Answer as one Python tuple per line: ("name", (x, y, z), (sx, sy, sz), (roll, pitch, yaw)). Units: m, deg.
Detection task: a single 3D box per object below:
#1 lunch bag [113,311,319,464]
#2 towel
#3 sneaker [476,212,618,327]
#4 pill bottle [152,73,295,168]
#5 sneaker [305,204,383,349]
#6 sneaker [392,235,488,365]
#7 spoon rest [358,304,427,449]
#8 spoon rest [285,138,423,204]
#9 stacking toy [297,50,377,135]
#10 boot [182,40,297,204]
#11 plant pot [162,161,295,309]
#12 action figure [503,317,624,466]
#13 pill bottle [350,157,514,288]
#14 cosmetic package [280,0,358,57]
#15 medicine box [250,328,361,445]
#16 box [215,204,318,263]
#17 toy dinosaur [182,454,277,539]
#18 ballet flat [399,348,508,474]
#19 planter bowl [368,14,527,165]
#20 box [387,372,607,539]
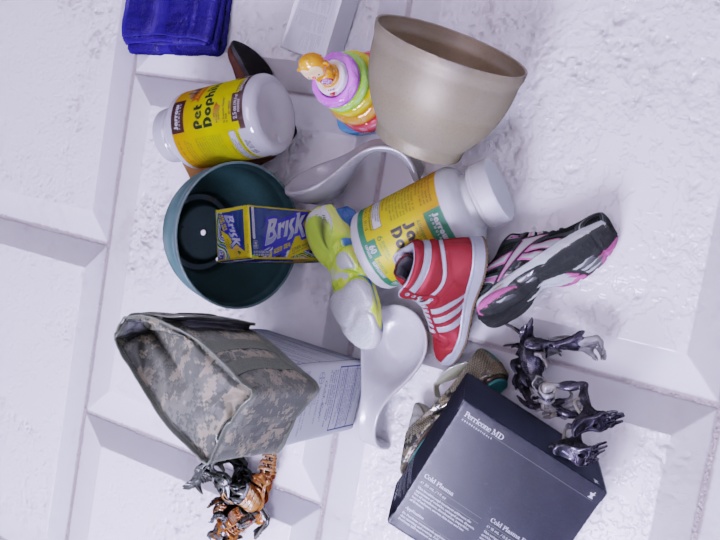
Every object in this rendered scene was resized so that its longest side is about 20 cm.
("lunch bag", (-0.171, 0.114, 0.950), (0.199, 0.163, 0.119), (37, 98, 24))
("towel", (-0.294, -0.417, 1.304), (0.196, 0.049, 0.151), (10, 95, 27))
("sneaker", (0.217, -0.020, 1.022), (0.198, 0.080, 0.087), (-31, 50, 13))
("pill bottle", (-0.197, -0.205, 1.158), (0.196, 0.108, 0.112), (-5, 87, 32))
("sneaker", (0.000, 0.000, 1.124), (0.075, 0.104, 0.204), (-16, 96, 37))
("sneaker", (0.087, 0.039, 1.035), (0.110, 0.072, 0.203), (1, 129, -9))
("spoon rest", (0.035, 0.147, 1.124), (0.098, 0.060, 0.205), (16, 98, 26))
("spoon rest", (-0.014, -0.138, 1.132), (0.196, 0.100, 0.062), (-9, 116, 20))
("stacking toy", (-0.022, -0.247, 1.075), (0.114, 0.199, 0.113), (-4, 88, 26))
("boot", (-0.203, -0.222, 1.263), (0.199, 0.068, 0.191), (-35, 82, 31))
("plant pot", (-0.206, -0.054, 1.192), (0.133, 0.197, 0.206), (8, 94, 51))
("action figure", (0.242, 0.136, 0.993), (0.201, 0.100, 0.121), (-113, 24, -53))
("pill bottle", (0.094, -0.063, 1.063), (0.197, 0.112, 0.115), (-25, 79, 25))
("cosmetic package", (-0.042, -0.401, 1.170), (0.081, 0.050, 0.204), (24, 101, 27))
("medicine box", (-0.116, 0.151, 1.124), (0.179, 0.199, 0.105), (15, 92, 26))
("box", (-0.106, -0.047, 1.116), (0.063, 0.198, 0.072), (-5, 88, 35))
("toy dinosaur", (-0.180, 0.325, 1.236), (0.135, 0.102, 0.202), (36, 88, 7))
("ballet flat", (0.112, 0.183, 1.088), (0.201, 0.067, 0.076), (-50, 49, 15))
("planter bowl", (0.093, -0.218, 1.031), (0.198, 0.199, 0.137), (32, 120, 23))
("box", (0.163, 0.265, 1.000), (0.198, 0.104, 0.184), (32, 105, 2))
